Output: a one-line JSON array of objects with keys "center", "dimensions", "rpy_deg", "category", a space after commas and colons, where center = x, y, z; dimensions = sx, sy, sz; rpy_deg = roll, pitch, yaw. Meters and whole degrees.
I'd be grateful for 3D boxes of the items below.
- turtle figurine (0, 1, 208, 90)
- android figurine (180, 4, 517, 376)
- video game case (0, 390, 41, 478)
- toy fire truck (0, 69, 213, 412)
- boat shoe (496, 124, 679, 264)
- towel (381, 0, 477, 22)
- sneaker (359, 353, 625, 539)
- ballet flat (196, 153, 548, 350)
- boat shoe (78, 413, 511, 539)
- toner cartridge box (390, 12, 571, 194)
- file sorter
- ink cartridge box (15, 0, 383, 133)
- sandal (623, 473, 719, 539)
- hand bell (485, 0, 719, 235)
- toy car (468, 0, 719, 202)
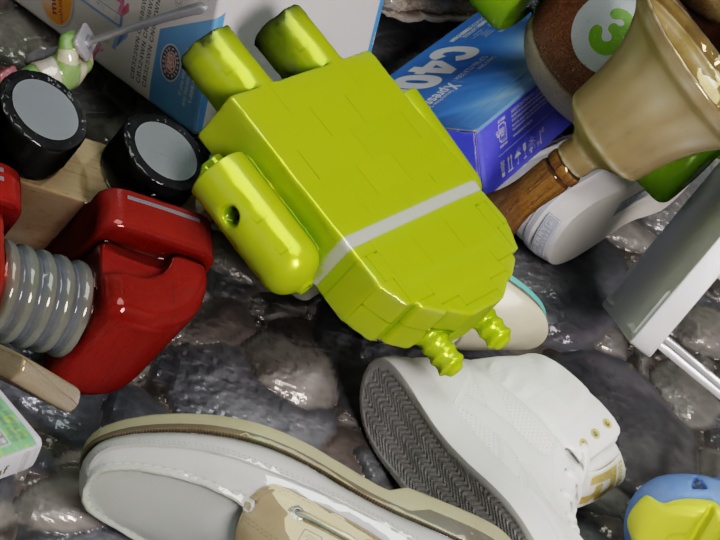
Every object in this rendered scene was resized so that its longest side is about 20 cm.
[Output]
[{"center": [-0.192, -0.154, 1.106], "dimensions": [0.143, 0.201, 0.194], "rpy_deg": [8, 29, -48], "category": "turtle figurine"}, {"center": [0.000, -0.038, 1.060], "dimensions": [0.200, 0.041, 0.182], "rpy_deg": [52, 36, 7], "category": "android figurine"}, {"center": [-0.265, 0.036, 0.947], "dimensions": [0.181, 0.022, 0.200], "rpy_deg": [-19, 57, -44], "category": "video game case"}, {"center": [-0.144, 0.007, 0.967], "dimensions": [0.175, 0.129, 0.201], "rpy_deg": [19, 46, -31], "category": "toy fire truck"}, {"center": [0.147, -0.065, 1.299], "dimensions": [0.068, 0.072, 0.200], "rpy_deg": [43, 48, 18], "category": "boat shoe"}, {"center": [0.006, -0.202, 1.337], "dimensions": [0.132, 0.035, 0.200], "rpy_deg": [40, 16, 9], "category": "towel"}, {"center": [0.092, 0.110, 1.042], "dimensions": [0.115, 0.074, 0.200], "rpy_deg": [-4, 46, -32], "category": "sneaker"}, {"center": [0.000, 0.000, 1.134], "dimensions": [0.199, 0.070, 0.069], "rpy_deg": [31, 36, 8], "category": "ballet flat"}, {"center": [-0.031, 0.121, 0.948], "dimensions": [0.199, 0.075, 0.069], "rpy_deg": [16, 46, 0], "category": "boat shoe"}, {"center": [0.070, -0.100, 1.269], "dimensions": [0.094, 0.043, 0.200], "rpy_deg": [7, 27, 28], "category": "toner cartridge box"}, {"center": [0.241, -0.011, 1.143], "dimensions": [0.124, 0.200, 0.139], "rpy_deg": [40, 6, -4], "category": "file sorter"}, {"center": [-0.095, -0.181, 1.202], "dimensions": [0.125, 0.129, 0.200], "rpy_deg": [-15, 39, -42], "category": "ink cartridge box"}, {"center": [0.209, 0.137, 1.084], "dimensions": [0.199, 0.080, 0.087], "rpy_deg": [21, 33, -29], "category": "sandal"}, {"center": [0.099, -0.051, 1.144], "dimensions": [0.104, 0.200, 0.104], "rpy_deg": [45, 22, -24], "category": "hand bell"}, {"center": [0.189, -0.171, 1.199], "dimensions": [0.164, 0.200, 0.158], "rpy_deg": [47, 39, 9], "category": "toy car"}]
